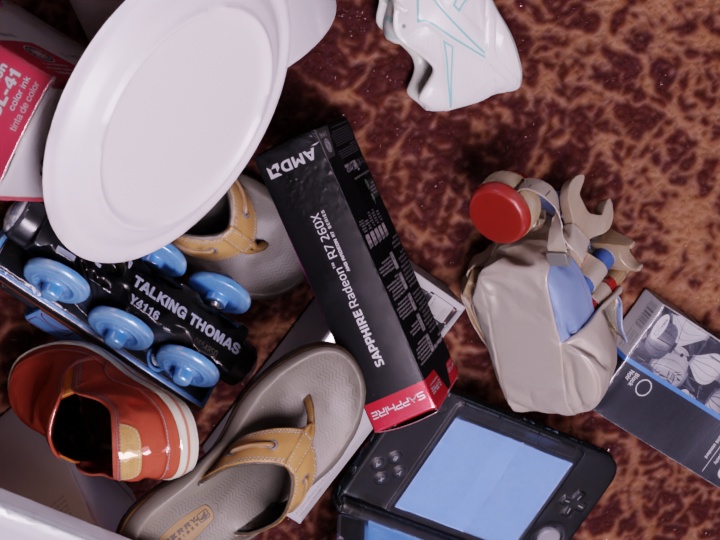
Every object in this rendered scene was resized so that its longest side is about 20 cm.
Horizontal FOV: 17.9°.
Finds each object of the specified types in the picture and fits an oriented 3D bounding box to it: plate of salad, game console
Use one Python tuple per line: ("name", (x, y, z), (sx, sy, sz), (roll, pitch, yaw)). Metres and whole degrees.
("plate of salad", (-0.116, -0.097, 1.325), (0.200, 0.048, 0.201), (-39, 147, -30))
("game console", (0.087, 0.200, 1.654), (0.199, 0.119, 0.173), (23, 112, -30))

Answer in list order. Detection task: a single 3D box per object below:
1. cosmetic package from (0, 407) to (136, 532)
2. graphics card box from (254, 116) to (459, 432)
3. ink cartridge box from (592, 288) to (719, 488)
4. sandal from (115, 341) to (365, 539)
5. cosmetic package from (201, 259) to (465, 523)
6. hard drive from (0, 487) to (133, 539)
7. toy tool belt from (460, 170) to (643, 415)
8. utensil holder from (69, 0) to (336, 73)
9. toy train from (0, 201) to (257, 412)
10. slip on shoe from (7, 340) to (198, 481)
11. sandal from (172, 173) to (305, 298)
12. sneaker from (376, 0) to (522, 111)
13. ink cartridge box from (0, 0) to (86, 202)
("cosmetic package", (-0.238, 0.222, 1.535), (0.199, 0.200, 0.123), (-39, 119, 0))
("graphics card box", (0.000, 0.000, 1.528), (0.050, 0.125, 0.201), (-22, 95, 12))
("ink cartridge box", (0.267, 0.103, 1.762), (0.199, 0.039, 0.100), (30, 99, -29))
("sandal", (-0.069, 0.129, 1.439), (0.200, 0.054, 0.082), (-39, 114, -15))
("cosmetic package", (-0.019, 0.077, 1.639), (0.082, 0.051, 0.201), (33, 98, -27))
("hard drive", (-0.170, 0.221, 1.415), (0.199, 0.027, 0.132), (26, 113, -25))
("toy tool belt", (0.137, -0.003, 1.640), (0.123, 0.124, 0.201), (-49, 132, -45))
("utensil holder", (-0.119, -0.224, 1.408), (0.169, 0.170, 0.201), (-25, 120, -8))
("toy train", (-0.163, 0.020, 1.523), (0.199, 0.114, 0.087), (34, 61, -21))
("slip on shoe", (-0.178, 0.091, 1.460), (0.061, 0.199, 0.075), (-10, 107, -34))
("sandal", (-0.106, -0.049, 1.542), (0.082, 0.055, 0.200), (-38, 119, -1))
("sneaker", (0.046, -0.194, 1.537), (0.080, 0.070, 0.202), (-24, 119, -6))
("ink cartridge box", (-0.244, -0.123, 1.363), (0.199, 0.147, 0.086), (33, 102, 15))
